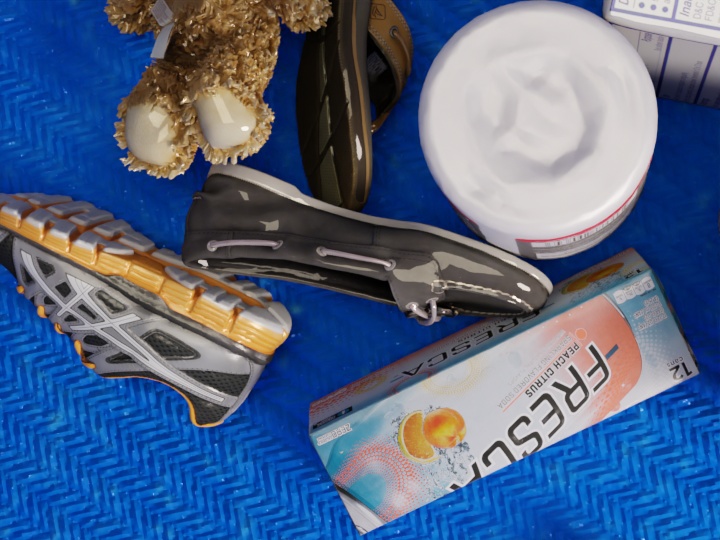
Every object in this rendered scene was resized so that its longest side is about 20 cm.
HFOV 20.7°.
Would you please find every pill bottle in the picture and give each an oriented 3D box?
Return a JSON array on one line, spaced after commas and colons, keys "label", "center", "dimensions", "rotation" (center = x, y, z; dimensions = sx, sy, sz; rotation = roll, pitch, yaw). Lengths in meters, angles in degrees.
[{"label": "pill bottle", "center": [0.090, -0.063, 0.988], "dimensions": [0.111, 0.200, 0.111], "rotation": [0, 86, 6]}]

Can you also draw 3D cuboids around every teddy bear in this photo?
[{"label": "teddy bear", "center": [-0.076, -0.141, 1.064], "dimensions": [0.145, 0.067, 0.200], "rotation": [-30, 53, 33]}]

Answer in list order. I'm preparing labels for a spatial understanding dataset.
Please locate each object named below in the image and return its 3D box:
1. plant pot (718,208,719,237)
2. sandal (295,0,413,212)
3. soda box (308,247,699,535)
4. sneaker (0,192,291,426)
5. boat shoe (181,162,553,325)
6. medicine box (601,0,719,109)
[{"label": "plant pot", "center": [0.272, 0.030, 0.966], "dimensions": [0.182, 0.200, 0.201], "rotation": [-3, 85, 14]}, {"label": "sandal", "center": [0.000, -0.128, 1.076], "dimensions": [0.055, 0.082, 0.200], "rotation": [2, 81, -19]}, {"label": "soda box", "center": [0.074, 0.062, 1.042], "dimensions": [0.200, 0.068, 0.064], "rotation": [-27, 100, 5]}, {"label": "sneaker", "center": [-0.139, 0.017, 1.075], "dimensions": [0.200, 0.078, 0.077], "rotation": [27, 107, 14]}, {"label": "boat shoe", "center": [0.000, 0.000, 1.039], "dimensions": [0.200, 0.067, 0.057], "rotation": [18, 75, 15]}, {"label": "medicine box", "center": [0.224, -0.138, 0.987], "dimensions": [0.200, 0.182, 0.103], "rotation": [12, 87, 7]}]
